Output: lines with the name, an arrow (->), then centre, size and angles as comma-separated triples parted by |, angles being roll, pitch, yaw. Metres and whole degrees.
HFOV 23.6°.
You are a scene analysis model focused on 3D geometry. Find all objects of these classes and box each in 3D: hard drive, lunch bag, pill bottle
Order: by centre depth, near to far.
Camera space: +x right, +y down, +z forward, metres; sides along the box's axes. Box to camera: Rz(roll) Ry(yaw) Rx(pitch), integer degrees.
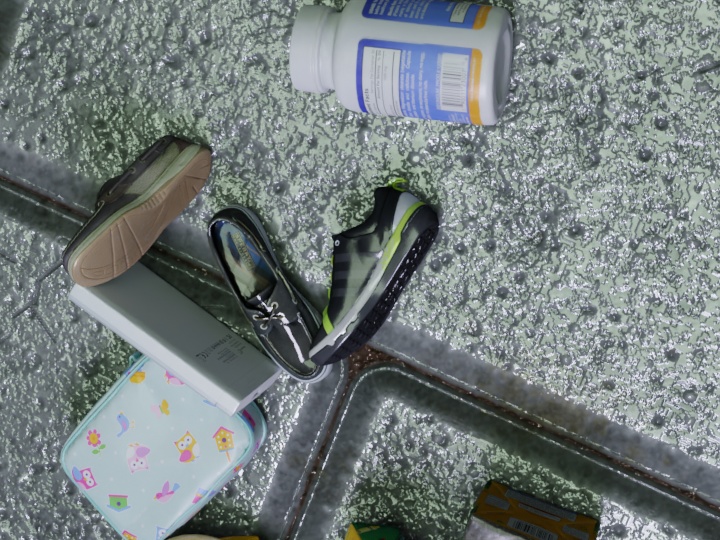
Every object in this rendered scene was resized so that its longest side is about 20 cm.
pill bottle -> 0.038, -0.202, 1.633 | 0.198, 0.112, 0.113 | 8, 100, 14
hard drive -> -0.182, 0.063, 1.720 | 0.199, 0.132, 0.027 | 36, 109, 7
lunch bag -> -0.202, 0.170, 1.771 | 0.160, 0.077, 0.200 | 46, 106, 5

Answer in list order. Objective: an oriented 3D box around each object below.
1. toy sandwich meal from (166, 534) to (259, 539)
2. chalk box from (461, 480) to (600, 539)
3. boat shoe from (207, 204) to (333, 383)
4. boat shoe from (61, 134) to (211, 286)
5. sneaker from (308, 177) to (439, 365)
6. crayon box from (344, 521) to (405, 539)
toy sandwich meal -> -0.145, 0.354, 1.794 | 0.203, 0.070, 0.207 | 5, 105, 20
chalk box -> 0.141, 0.331, 1.684 | 0.124, 0.124, 0.201 | 21, 104, 10
boat shoe -> -0.096, 0.028, 1.732 | 0.068, 0.057, 0.201 | -31, 90, 17
boat shoe -> -0.229, -0.063, 1.705 | 0.065, 0.200, 0.072 | 28, 148, 24
sneaker -> 0.000, 0.000, 1.705 | 0.083, 0.072, 0.201 | 38, 100, 19
crayon box -> 0.003, 0.366, 1.700 | 0.058, 0.119, 0.201 | 11, 108, -26
